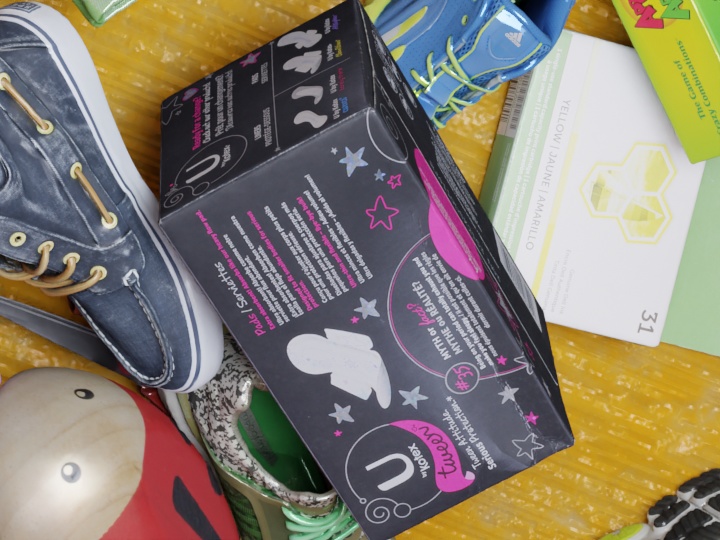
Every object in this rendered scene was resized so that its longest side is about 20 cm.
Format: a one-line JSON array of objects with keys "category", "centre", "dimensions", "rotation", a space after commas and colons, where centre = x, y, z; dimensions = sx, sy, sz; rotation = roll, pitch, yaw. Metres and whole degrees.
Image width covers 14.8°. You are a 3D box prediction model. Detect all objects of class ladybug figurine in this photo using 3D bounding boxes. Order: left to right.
[{"category": "ladybug figurine", "centre": [-0.109, 0.120, 1.301], "dimensions": [0.072, 0.136, 0.200], "rotation": [-10, 145, 18]}]

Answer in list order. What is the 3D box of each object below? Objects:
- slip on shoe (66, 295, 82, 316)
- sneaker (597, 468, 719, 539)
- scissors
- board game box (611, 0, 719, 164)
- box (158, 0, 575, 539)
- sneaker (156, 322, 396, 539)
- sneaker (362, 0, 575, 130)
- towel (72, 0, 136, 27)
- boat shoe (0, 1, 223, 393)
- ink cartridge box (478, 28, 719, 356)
[{"category": "slip on shoe", "centre": [-0.163, -0.062, 1.318], "dimensions": [0.061, 0.074, 0.200], "rotation": [-35, 109, -5]}, {"category": "sneaker", "centre": [0.173, 0.167, 1.444], "dimensions": [0.199, 0.077, 0.085], "rotation": [-25, 114, -4]}, {"category": "scissors", "centre": [-0.101, 0.044, 1.357], "dimensions": [0.073, 0.014, 0.200], "rotation": [-47, 118, 1]}, {"category": "board game box", "centre": [0.162, -0.166, 1.359], "dimensions": [0.101, 0.047, 0.201], "rotation": [-36, 103, -41]}, {"category": "box", "centre": [0.000, 0.000, 1.292], "dimensions": [0.114, 0.132, 0.201], "rotation": [-27, 117, 10]}, {"category": "sneaker", "centre": [-0.032, 0.109, 1.350], "dimensions": [0.077, 0.089, 0.200], "rotation": [-37, 119, -7]}, {"category": "sneaker", "centre": [0.033, -0.105, 1.344], "dimensions": [0.076, 0.105, 0.200], "rotation": [42, 85, -16]}, {"category": "towel", "centre": [-0.084, -0.220, 1.307], "dimensions": [0.200, 0.031, 0.149], "rotation": [-37, 67, -5]}, {"category": "boat shoe", "centre": [-0.139, -0.014, 1.249], "dimensions": [0.091, 0.071, 0.201], "rotation": [-44, 115, -41]}, {"category": "ink cartridge box", "centre": [0.161, -0.032, 1.419], "dimensions": [0.199, 0.048, 0.146], "rotation": [14, 93, -14]}]
